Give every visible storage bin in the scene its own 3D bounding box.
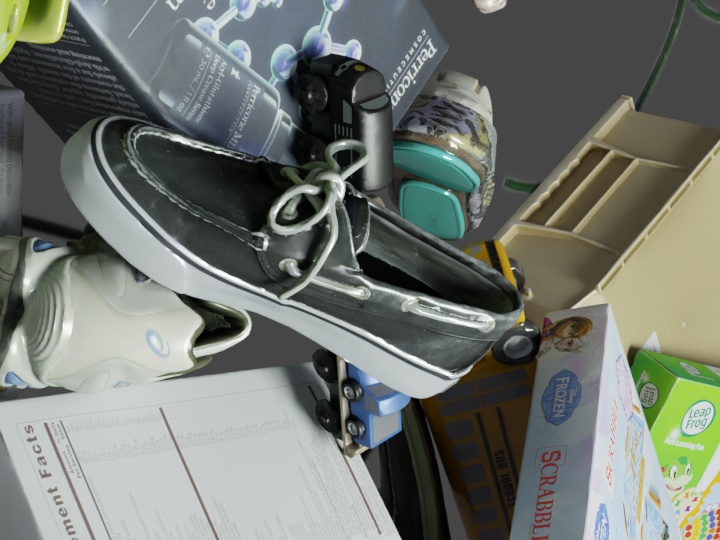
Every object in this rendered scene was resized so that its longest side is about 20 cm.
[{"bbox_3d":[0.181,0.026,1.084,0.199,0.094,0.200,-46,134,-29],"label":"storage bin"}]

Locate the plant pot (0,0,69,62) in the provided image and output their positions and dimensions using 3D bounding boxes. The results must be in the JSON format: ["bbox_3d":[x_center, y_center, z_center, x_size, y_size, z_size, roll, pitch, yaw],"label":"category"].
[{"bbox_3d":[-0.178,-0.166,0.493,0.181,0.199,0.200,-52,152,-79],"label":"plant pot"}]

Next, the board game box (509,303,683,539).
[{"bbox_3d":[0.135,0.157,0.879,0.200,0.041,0.200,-72,147,-52],"label":"board game box"}]

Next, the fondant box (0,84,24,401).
[{"bbox_3d":[-0.228,0.003,0.623,0.200,0.058,0.145,-12,113,-46],"label":"fondant box"}]

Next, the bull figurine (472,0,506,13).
[{"bbox_3d":[0.073,-0.245,0.870,0.121,0.065,0.200,56,46,-82],"label":"bull figurine"}]

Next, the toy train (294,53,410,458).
[{"bbox_3d":[0.000,0.000,0.732,0.034,0.046,0.200,-28,126,-42],"label":"toy train"}]

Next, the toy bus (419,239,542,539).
[{"bbox_3d":[0.079,0.078,0.972,0.065,0.078,0.200,-99,172,-50],"label":"toy bus"}]

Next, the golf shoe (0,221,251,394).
[{"bbox_3d":[-0.094,0.023,0.704,0.200,0.097,0.078,-48,147,-81],"label":"golf shoe"}]

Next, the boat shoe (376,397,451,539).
[{"bbox_3d":[0.023,0.171,0.967,0.072,0.066,0.201,-76,157,-81],"label":"boat shoe"}]

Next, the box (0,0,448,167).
[{"bbox_3d":[-0.073,-0.118,0.724,0.149,0.107,0.200,-57,139,-19],"label":"box"}]

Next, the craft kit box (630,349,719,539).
[{"bbox_3d":[0.219,0.161,1.067,0.200,0.049,0.198,13,105,-37],"label":"craft kit box"}]

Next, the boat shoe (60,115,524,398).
[{"bbox_3d":[-0.021,-0.014,0.647,0.199,0.068,0.074,32,39,-21],"label":"boat shoe"}]

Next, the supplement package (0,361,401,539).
[{"bbox_3d":[-0.098,0.123,0.744,0.200,0.114,0.110,-3,150,-48],"label":"supplement package"}]

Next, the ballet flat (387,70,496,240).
[{"bbox_3d":[0.043,-0.070,0.863,0.200,0.072,0.072,74,39,-79],"label":"ballet flat"}]
